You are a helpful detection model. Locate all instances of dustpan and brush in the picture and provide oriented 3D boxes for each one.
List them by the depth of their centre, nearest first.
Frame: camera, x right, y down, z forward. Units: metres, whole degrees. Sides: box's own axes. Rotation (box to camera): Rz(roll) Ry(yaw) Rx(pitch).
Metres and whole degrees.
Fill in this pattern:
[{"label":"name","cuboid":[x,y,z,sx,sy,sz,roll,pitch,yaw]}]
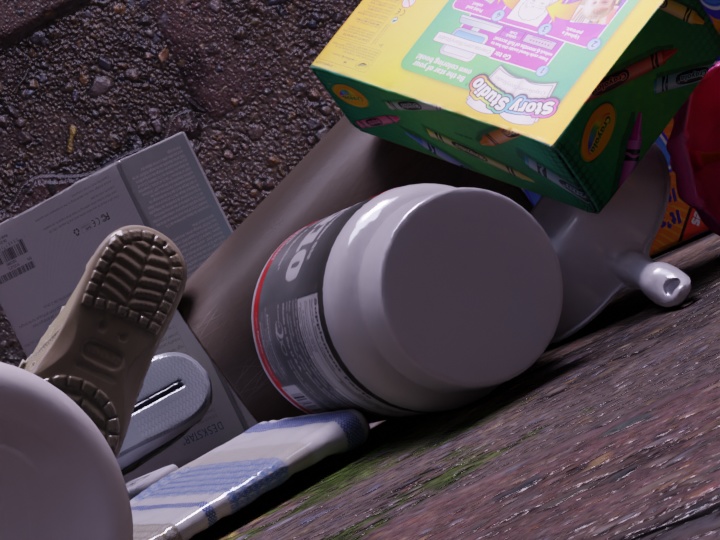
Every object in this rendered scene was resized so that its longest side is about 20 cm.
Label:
[{"label":"dustpan and brush","cuboid":[0.127,-0.009,1.318,0.140,0.057,0.200,-55,7,0]}]

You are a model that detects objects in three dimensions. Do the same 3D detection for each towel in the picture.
[{"label":"towel","cuboid":[-0.098,0.129,1.307,0.199,0.024,0.147,-30,6,-26]}]

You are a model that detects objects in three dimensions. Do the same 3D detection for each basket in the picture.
[{"label":"basket","cuboid":[0.000,0.000,1.478,0.199,0.181,0.136,-36,12,-1]}]

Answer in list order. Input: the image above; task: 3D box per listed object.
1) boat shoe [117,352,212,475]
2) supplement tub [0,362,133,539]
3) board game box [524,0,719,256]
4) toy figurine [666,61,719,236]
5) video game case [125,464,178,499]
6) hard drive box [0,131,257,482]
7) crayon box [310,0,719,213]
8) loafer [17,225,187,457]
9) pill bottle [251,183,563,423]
[{"label":"boat shoe","cuboid":[-0.179,0.117,1.549,0.199,0.072,0.062,-23,-23,-16]},{"label":"supplement tub","cuboid":[-0.198,0.122,1.106,0.145,0.146,0.200,-28,3,-29]},{"label":"board game box","cuboid":[0.155,-0.116,1.610,0.199,0.201,0.200,-25,3,35]},{"label":"toy figurine","cuboid":[0.248,-0.084,1.315,0.184,0.150,0.200,-40,26,6]},{"label":"video game case","cuboid":[-0.221,0.183,1.484,0.199,0.024,0.182,-24,4,29]},{"label":"hard drive box","cuboid":[-0.145,0.034,1.671,0.155,0.201,0.077,-23,3,38]},{"label":"crayon box","cuboid":[0.081,-0.114,1.352,0.199,0.058,0.119,23,69,46]},{"label":"loafer","cuboid":[-0.161,0.070,1.444,0.201,0.075,0.068,-59,4,-12]},{"label":"pill bottle","cuboid":[0.023,0.017,1.292,0.113,0.115,0.200,-27,3,-20]}]
